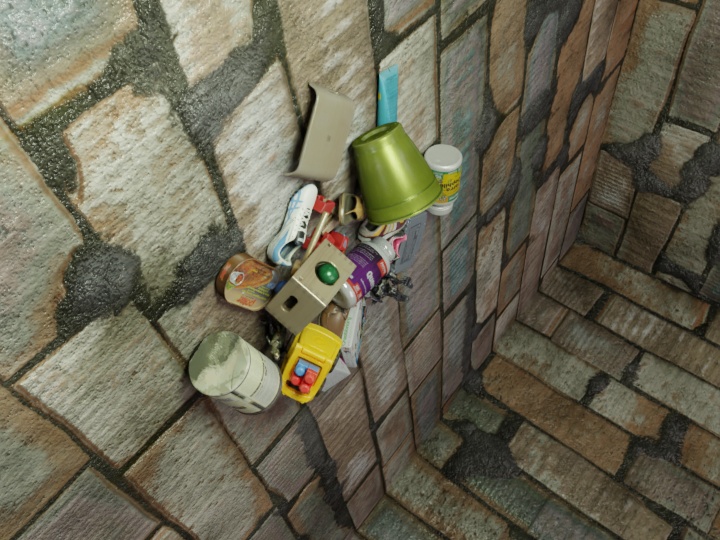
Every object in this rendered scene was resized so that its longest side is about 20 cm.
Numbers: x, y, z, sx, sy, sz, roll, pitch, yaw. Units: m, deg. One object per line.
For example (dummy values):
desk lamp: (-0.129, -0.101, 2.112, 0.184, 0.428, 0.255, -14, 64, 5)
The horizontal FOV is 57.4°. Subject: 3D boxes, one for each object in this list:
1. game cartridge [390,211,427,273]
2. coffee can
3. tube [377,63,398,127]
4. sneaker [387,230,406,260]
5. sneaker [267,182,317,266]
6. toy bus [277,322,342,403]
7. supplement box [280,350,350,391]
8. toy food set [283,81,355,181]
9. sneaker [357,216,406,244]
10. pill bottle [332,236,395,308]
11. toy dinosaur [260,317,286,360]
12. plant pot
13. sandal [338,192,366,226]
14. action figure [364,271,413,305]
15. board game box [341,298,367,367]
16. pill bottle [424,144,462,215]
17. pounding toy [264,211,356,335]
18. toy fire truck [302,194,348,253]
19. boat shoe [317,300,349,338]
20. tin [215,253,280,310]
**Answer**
game cartridge: (0.148, -0.092, 2.066, 0.133, 0.040, 0.201, -22, 136, -46)
coffee can: (-0.283, 0.240, 1.517, 0.147, 0.146, 0.200, -54, 154, -11)
tube: (0.066, -0.392, 1.597, 0.077, 0.050, 0.201, -47, 148, -43)
sneaker: (0.064, -0.044, 1.899, 0.201, 0.095, 0.079, -59, 156, 3)
sneaker: (-0.143, -0.101, 1.496, 0.072, 0.072, 0.201, 16, 102, -62)
toy bus: (-0.141, 0.259, 1.632, 0.192, 0.135, 0.201, -79, -165, -70)
supplement box: (-0.123, 0.263, 1.846, 0.103, 0.101, 0.200, -36, 155, 9)
toy food set: (-0.092, -0.292, 1.417, 0.143, 0.060, 0.201, -2, 111, -59)
sneaker: (0.070, -0.142, 1.828, 0.200, 0.075, 0.090, -45, 156, -30)
pill bottle: (0.000, 0.000, 1.727, 0.200, 0.112, 0.113, -43, 150, -26)
toy dinosaur: (-0.204, 0.141, 1.648, 0.200, 0.047, 0.089, -70, 145, -55)
plant pot: (0.071, -0.242, 1.575, 0.200, 0.200, 0.194, -41, 117, -32)
sandal: (-0.011, -0.153, 1.642, 0.200, 0.054, 0.081, -16, 105, -70)
action figure: (0.067, 0.043, 1.952, 0.102, 0.200, 0.119, 36, 73, -28)
board game box: (-0.018, 0.167, 1.937, 0.127, 0.034, 0.201, 78, 19, -54)
pill bottle: (0.240, -0.264, 1.959, 0.113, 0.112, 0.201, -43, 150, -30)
pounding toy: (-0.114, 0.007, 1.521, 0.200, 0.142, 0.184, -45, -174, 46)
toy fire truck: (-0.081, -0.104, 1.629, 0.200, 0.049, 0.142, 7, 110, -63)
boat shoe: (-0.066, 0.106, 1.756, 0.068, 0.072, 0.201, -45, -149, 38)
tin: (-0.251, 0.027, 1.477, 0.112, 0.042, 0.200, -62, 155, -3)
